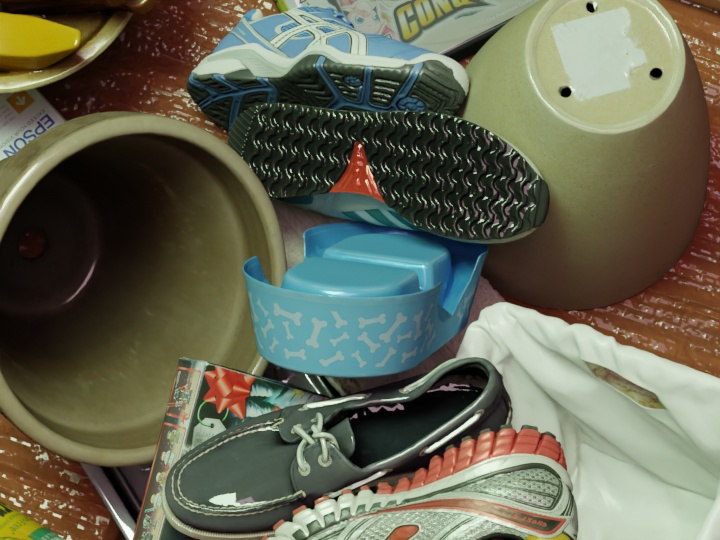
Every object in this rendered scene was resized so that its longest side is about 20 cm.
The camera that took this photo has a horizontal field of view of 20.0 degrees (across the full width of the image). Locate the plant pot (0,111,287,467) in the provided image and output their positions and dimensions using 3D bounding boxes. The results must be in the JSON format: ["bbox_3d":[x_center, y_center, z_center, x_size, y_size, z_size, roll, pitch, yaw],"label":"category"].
[{"bbox_3d":[-0.168,-0.003,1.211,0.199,0.174,0.202,-8,106,-30],"label":"plant pot"}]

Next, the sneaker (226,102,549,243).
[{"bbox_3d":[0.024,-0.060,1.220,0.198,0.093,0.071,10,93,18],"label":"sneaker"}]

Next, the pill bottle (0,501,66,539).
[{"bbox_3d":[-0.223,0.196,1.201,0.199,0.113,0.113,29,76,8],"label":"pill bottle"}]

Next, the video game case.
[{"bbox_3d":[0.031,-0.223,1.368,0.199,0.026,0.182,-27,76,-8],"label":"video game case"}]

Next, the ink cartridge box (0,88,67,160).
[{"bbox_3d":[-0.323,-0.097,1.320,0.196,0.043,0.200,-41,82,-11],"label":"ink cartridge box"}]

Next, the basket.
[{"bbox_3d":[0.132,0.157,1.161,0.197,0.161,0.201,20,73,35],"label":"basket"}]

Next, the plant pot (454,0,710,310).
[{"bbox_3d":[0.135,-0.093,1.243,0.185,0.200,0.189,0,74,0],"label":"plant pot"}]

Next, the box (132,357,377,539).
[{"bbox_3d":[-0.063,0.164,1.167,0.136,0.040,0.202,17,84,-29],"label":"box"}]

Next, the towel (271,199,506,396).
[{"bbox_3d":[0.000,0.000,1.277,0.200,0.035,0.132,47,55,10],"label":"towel"}]

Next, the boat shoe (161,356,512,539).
[{"bbox_3d":[-0.014,0.089,1.099,0.198,0.063,0.073,-15,57,-6],"label":"boat shoe"}]

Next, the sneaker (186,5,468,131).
[{"bbox_3d":[-0.018,-0.131,1.272,0.198,0.076,0.077,8,57,33],"label":"sneaker"}]

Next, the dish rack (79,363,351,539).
[{"bbox_3d":[-0.065,0.131,1.257,0.171,0.044,0.201,-33,77,-9],"label":"dish rack"}]

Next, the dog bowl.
[{"bbox_3d":[0.004,0.015,1.159,0.110,0.200,0.050,8,103,18],"label":"dog bowl"}]

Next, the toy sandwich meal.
[{"bbox_3d":[-0.213,-0.201,1.233,0.203,0.070,0.207,0,75,0],"label":"toy sandwich meal"}]

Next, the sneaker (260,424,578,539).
[{"bbox_3d":[0.022,0.155,1.070,0.199,0.078,0.083,-27,53,13],"label":"sneaker"}]
